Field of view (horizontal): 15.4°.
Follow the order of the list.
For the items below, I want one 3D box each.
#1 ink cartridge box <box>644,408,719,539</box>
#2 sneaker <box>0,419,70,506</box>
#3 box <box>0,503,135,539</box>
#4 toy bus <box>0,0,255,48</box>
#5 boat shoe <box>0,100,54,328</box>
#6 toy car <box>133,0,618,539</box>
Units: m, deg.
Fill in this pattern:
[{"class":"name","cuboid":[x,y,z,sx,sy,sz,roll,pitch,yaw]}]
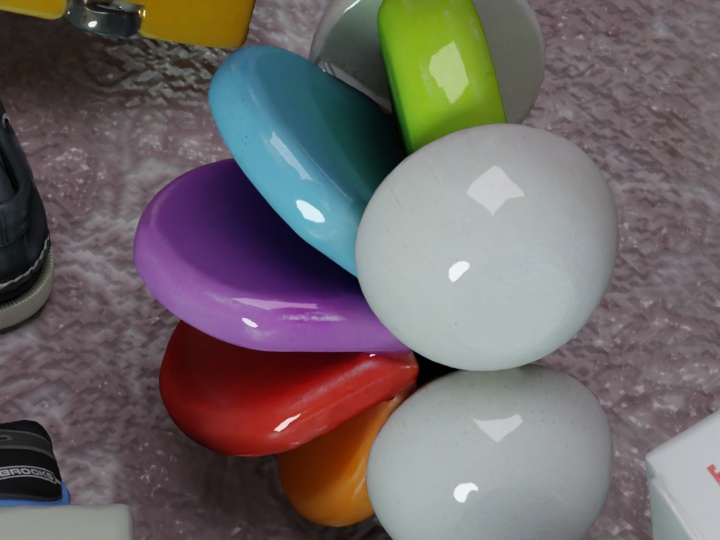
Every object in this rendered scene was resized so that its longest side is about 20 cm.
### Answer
[{"class":"ink cartridge box","cuboid":[0.215,0.083,0.896,0.199,0.084,0.146,-30,61,-8]},{"class":"sneaker","cuboid":[-0.195,0.070,0.893,0.198,0.071,0.083,7,39,-4]},{"class":"box","cuboid":[-0.125,0.181,0.787,0.127,0.109,0.201,-1,54,-9]},{"class":"toy bus","cuboid":[-0.134,-0.135,1.005,0.199,0.065,0.078,9,17,-20]},{"class":"boat shoe","cuboid":[-0.176,-0.069,0.992,0.074,0.066,0.200,-20,59,-20]},{"class":"toy car","cuboid":[0.000,0.000,0.890,0.149,0.201,0.175,-7,36,-6]}]
